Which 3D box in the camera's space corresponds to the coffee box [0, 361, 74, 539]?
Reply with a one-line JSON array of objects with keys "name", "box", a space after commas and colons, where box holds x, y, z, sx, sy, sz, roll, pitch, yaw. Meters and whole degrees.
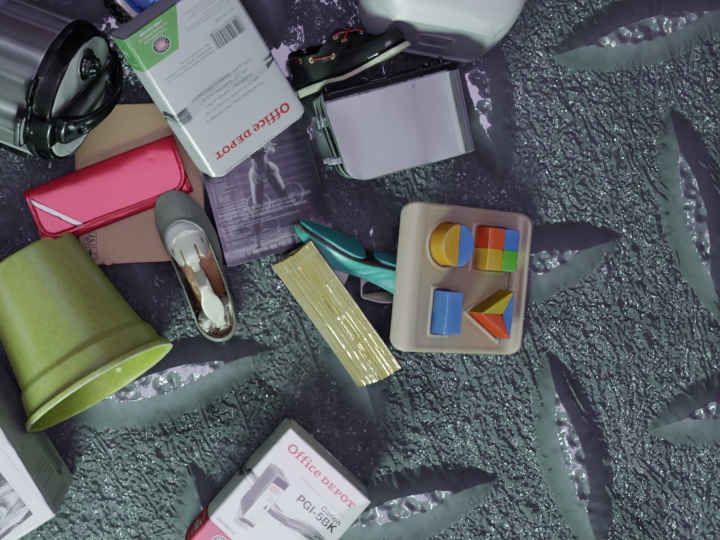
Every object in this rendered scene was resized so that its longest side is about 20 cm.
[{"name": "coffee box", "box": [-0.485, 0.238, 1.531, 0.197, 0.200, 0.201, -32, 95, -4]}]

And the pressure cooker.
[{"name": "pressure cooker", "box": [-0.386, -0.225, 1.524, 0.198, 0.179, 0.178, 20, 85, 6]}]

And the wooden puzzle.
[{"name": "wooden puzzle", "box": [0.137, 0.013, 1.634, 0.198, 0.046, 0.188, 4, 92, -32]}]

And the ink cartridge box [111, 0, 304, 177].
[{"name": "ink cartridge box", "box": [-0.182, -0.236, 1.552, 0.146, 0.084, 0.201, -37, 115, -12]}]

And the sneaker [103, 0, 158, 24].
[{"name": "sneaker", "box": [-0.248, -0.330, 1.608, 0.199, 0.078, 0.090, 38, 81, -14]}]

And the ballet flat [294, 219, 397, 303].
[{"name": "ballet flat", "box": [0.000, 0.000, 1.639, 0.198, 0.067, 0.071, 20, 107, -11]}]

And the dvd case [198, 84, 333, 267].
[{"name": "dvd case", "box": [-0.128, -0.121, 1.640, 0.147, 0.016, 0.202, -16, 95, -14]}]

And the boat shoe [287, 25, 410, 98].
[{"name": "boat shoe", "box": [-0.020, -0.264, 1.574, 0.073, 0.200, 0.064, -28, 102, -37]}]

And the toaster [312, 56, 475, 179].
[{"name": "toaster", "box": [0.045, -0.186, 1.588, 0.198, 0.181, 0.120, -15, 97, -5]}]

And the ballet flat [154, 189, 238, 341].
[{"name": "ballet flat", "box": [-0.200, -0.004, 1.603, 0.067, 0.064, 0.202, -21, 106, -2]}]

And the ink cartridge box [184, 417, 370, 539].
[{"name": "ink cartridge box", "box": [-0.104, 0.311, 1.633, 0.147, 0.083, 0.200, 42, 88, -5]}]

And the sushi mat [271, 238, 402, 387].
[{"name": "sushi mat", "box": [-0.030, 0.057, 1.630, 0.201, 0.095, 0.012, 55, 47, -8]}]

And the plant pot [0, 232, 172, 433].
[{"name": "plant pot", "box": [-0.359, 0.064, 1.559, 0.199, 0.200, 0.185, -32, 83, -4]}]

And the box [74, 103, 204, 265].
[{"name": "box", "box": [-0.278, -0.110, 1.631, 0.161, 0.021, 0.203, -3, 92, -6]}]

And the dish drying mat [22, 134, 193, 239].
[{"name": "dish drying mat", "box": [-0.314, -0.099, 1.607, 0.198, 0.018, 0.078, -21, 93, -5]}]

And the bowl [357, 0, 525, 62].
[{"name": "bowl", "box": [0.093, -0.314, 1.571, 0.198, 0.200, 0.076, 10, 83, -8]}]
